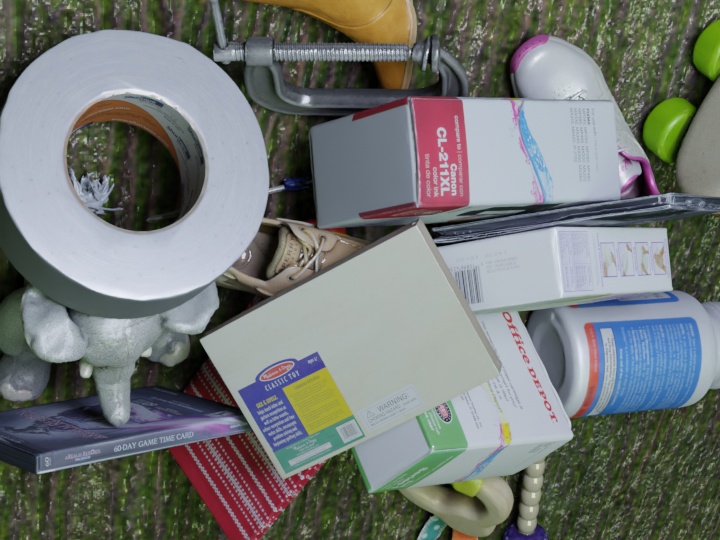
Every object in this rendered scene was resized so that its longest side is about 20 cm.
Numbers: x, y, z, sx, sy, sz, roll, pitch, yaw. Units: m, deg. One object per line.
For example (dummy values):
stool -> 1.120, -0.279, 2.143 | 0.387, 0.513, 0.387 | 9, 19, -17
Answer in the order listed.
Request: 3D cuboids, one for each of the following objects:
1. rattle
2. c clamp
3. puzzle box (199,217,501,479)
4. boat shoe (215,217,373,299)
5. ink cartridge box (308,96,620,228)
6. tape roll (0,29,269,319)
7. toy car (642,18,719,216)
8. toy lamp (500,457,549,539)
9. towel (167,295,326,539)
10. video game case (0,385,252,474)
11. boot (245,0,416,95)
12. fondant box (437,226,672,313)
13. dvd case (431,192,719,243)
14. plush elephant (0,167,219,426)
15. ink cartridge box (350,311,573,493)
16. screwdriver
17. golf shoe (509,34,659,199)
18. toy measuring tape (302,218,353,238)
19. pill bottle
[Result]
rattle -> 0.103, 0.189, 1.455 | 0.129, 0.144, 0.200 | -4, 146, 18
c clamp -> -0.014, -0.149, 1.106 | 0.198, 0.027, 0.171 | 2, 159, -4
puzzle box -> -0.009, 0.062, 1.143 | 0.199, 0.025, 0.134 | -27, 100, 16
boat shoe -> -0.052, -0.003, 1.173 | 0.198, 0.065, 0.072 | 10, 79, 8
ink cartridge box -> 0.082, -0.083, 1.160 | 0.199, 0.145, 0.084 | -3, 87, -33
tape roll -> -0.169, -0.069, 1.075 | 0.199, 0.066, 0.202 | 6, 75, -22
toy car -> 0.382, -0.106, 1.308 | 0.199, 0.164, 0.158 | 14, 115, -40
toy lamp -> 0.172, 0.198, 1.472 | 0.058, 0.058, 0.201 | -10, 123, -17
towel -> -0.087, 0.127, 1.249 | 0.022, 0.145, 0.200 | -8, 144, -52
video game case -> -0.204, 0.123, 1.180 | 0.199, 0.142, 0.019 | -6, 99, -42
boot -> -0.030, -0.210, 1.127 | 0.143, 0.071, 0.202 | -4, 137, -2
fondant box -> 0.152, 0.002, 1.239 | 0.199, 0.144, 0.059 | -4, 85, -53
dvd case -> 0.177, -0.040, 1.205 | 0.148, 0.199, 0.016 | -3, 86, -61
plush elephant -> -0.198, 0.042, 1.151 | 0.164, 0.155, 0.201 | -7, 124, -18
ink cartridge box -> 0.071, 0.101, 1.266 | 0.199, 0.146, 0.084 | 3, 147, -48
screwdriver -> -0.079, -0.068, 1.217 | 0.198, 0.028, 0.029 | -9, 94, -13
golf shoe -> 0.198, -0.118, 1.259 | 0.075, 0.092, 0.200 | -40, 126, 7
toy measuring tape -> 0.000, 0.000, 1.257 | 0.199, 0.074, 0.074 | 12, 116, -24
pill bottle -> 0.263, 0.077, 1.397 | 0.199, 0.112, 0.113 | -3, 122, -20
